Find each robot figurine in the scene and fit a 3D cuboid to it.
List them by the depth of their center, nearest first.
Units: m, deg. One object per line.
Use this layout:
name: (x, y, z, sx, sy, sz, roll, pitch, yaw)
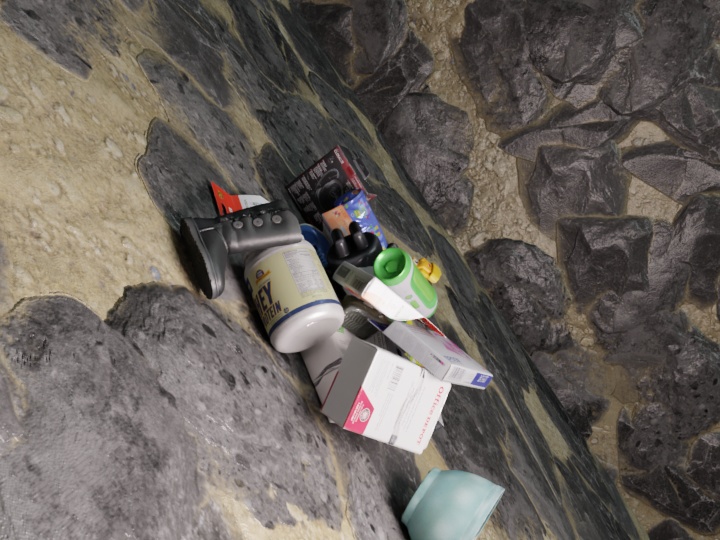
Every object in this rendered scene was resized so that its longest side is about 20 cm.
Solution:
robot figurine: (0.002, 0.000, 1.637, 0.125, 0.149, 0.202, -51, 130, -43)

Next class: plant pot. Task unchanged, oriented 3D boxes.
plant pot: (0.160, 0.452, 1.428, 0.133, 0.202, 0.200, 32, 9, 19)

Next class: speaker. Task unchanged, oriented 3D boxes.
speaker: (0.095, 0.030, 1.580, 0.200, 0.088, 0.089, 49, 15, -55)

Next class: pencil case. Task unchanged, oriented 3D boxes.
pencil case: (0.005, -0.094, 1.869, 0.078, 0.086, 0.202, 2, -58, 57)

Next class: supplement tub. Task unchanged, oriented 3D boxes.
supplement tub: (-0.129, 0.033, 1.424, 0.145, 0.144, 0.202, 23, 36, -61)

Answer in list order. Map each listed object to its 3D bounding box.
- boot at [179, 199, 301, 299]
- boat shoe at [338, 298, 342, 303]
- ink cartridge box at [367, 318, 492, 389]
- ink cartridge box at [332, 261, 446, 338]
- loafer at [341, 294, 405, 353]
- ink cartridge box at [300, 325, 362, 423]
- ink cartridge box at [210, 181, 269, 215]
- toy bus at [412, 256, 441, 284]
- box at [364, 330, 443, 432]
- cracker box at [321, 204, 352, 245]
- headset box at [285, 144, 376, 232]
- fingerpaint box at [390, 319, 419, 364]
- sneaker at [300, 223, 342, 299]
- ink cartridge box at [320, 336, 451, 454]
boot: (-0.193, -0.040, 1.333, 0.198, 0.066, 0.166, -10, 60, -30)
boat shoe: (-0.032, 0.136, 1.663, 0.200, 0.071, 0.068, 51, 48, -43)
ink cartridge box: (0.135, 0.146, 1.464, 0.199, 0.044, 0.196, 39, 10, 32)
ink cartridge box: (0.052, 0.069, 1.471, 0.200, 0.050, 0.162, 42, -6, -24)
loafer: (0.030, 0.110, 1.557, 0.200, 0.075, 0.070, 43, 24, -37)
ink cartridge box: (-0.032, 0.195, 1.502, 0.145, 0.084, 0.202, 27, 33, -58)
ink cartridge box: (-0.215, -0.096, 1.592, 0.200, 0.047, 0.161, 36, 26, -54)
toy bus: (0.081, 0.018, 1.973, 0.192, 0.200, 0.136, 46, 16, -6)
box: (0.080, 0.224, 1.517, 0.200, 0.060, 0.117, 50, 16, -29)
cracker box: (-0.032, -0.041, 1.808, 0.135, 0.057, 0.201, 58, -14, 26)
headset box: (-0.067, -0.207, 1.946, 0.150, 0.199, 0.077, 57, 17, 10)
fingerpaint box: (0.092, 0.213, 1.757, 0.200, 0.072, 0.169, -70, 144, -70)
sneaker: (-0.088, -0.016, 1.736, 0.202, 0.076, 0.111, 61, 3, -4)
ink cartridge box: (0.049, 0.223, 1.367, 0.199, 0.147, 0.083, 27, -5, -37)
